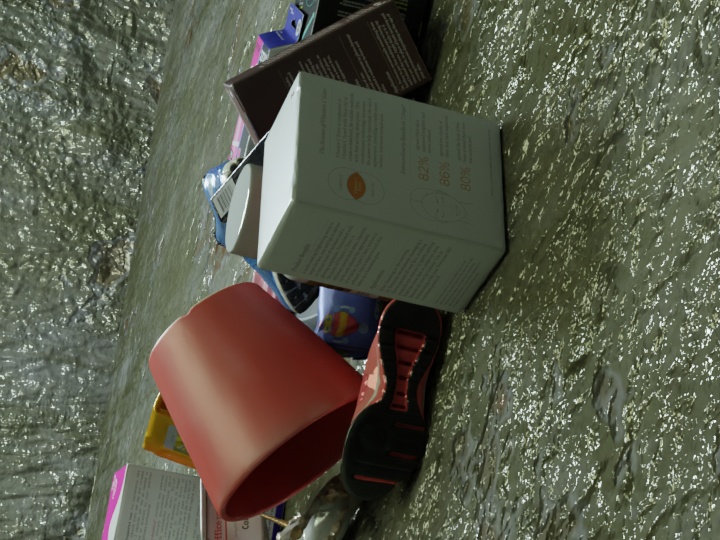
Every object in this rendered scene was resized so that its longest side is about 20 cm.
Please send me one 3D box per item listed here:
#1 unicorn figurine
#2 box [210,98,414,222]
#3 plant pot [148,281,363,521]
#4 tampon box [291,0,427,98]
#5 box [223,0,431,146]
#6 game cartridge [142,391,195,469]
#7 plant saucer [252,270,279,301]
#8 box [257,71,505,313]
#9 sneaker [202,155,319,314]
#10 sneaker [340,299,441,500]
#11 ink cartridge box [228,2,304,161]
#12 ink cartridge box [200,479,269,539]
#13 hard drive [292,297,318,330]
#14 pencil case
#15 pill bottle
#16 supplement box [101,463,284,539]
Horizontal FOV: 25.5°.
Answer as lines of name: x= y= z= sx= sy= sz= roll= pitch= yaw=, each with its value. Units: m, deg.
unicorn figurine: x=-0.045 y=0.268 z=1.640 sx=0.200 sy=0.074 sz=0.138 roll=-44 pitch=8 yaw=34
box: x=-0.043 y=-0.116 z=1.666 sx=0.143 sy=0.199 sz=0.036 roll=-43 pitch=69 yaw=48
plant pot: x=-0.108 y=0.122 z=1.600 sx=0.178 sy=0.200 sz=0.201 roll=51 pitch=141 yaw=18
tampon box: x=-0.016 y=-0.240 z=1.819 sx=0.150 sy=0.125 sz=0.201 roll=-150 pitch=72 yaw=-74
box: x=-0.036 y=-0.202 z=1.705 sx=0.101 sy=0.199 sz=0.075 roll=63 pitch=171 yaw=-14
game cartridge: x=-0.166 y=0.209 z=1.872 sx=0.200 sy=0.175 sz=0.033 roll=118 pitch=171 yaw=-66
plant saucer: x=-0.101 y=-0.007 z=1.984 sx=0.201 sy=0.050 sz=0.202 roll=10 pitch=-90 yaw=-88
box: x=0.018 y=-0.069 z=1.433 sx=0.106 sy=0.199 sz=0.153 roll=122 pitch=156 yaw=-50
sneaker: x=-0.108 y=-0.039 z=1.761 sx=0.089 sy=0.201 sz=0.079 roll=1 pitch=37 yaw=50
sneaker: x=0.033 y=0.121 z=1.517 sx=0.087 sy=0.073 sz=0.201 roll=-169 pitch=95 yaw=-88
ink cartridge box: x=-0.109 y=-0.207 z=1.830 sx=0.095 sy=0.037 sz=0.201 roll=-122 pitch=48 yaw=-69
ink cartridge box: x=-0.135 y=0.320 z=1.784 sx=0.117 sy=0.067 sz=0.201 roll=-99 pitch=1 yaw=-52
hard drive: x=-0.037 y=0.006 z=1.860 sx=0.200 sy=0.042 sz=0.136 roll=165 pitch=116 yaw=-73
pencil case: x=0.000 y=0.000 z=1.677 sx=0.078 sy=0.087 sz=0.201 roll=1 pitch=75 yaw=31
pill bottle: x=-0.026 y=-0.039 z=1.566 sx=0.114 sy=0.199 sz=0.115 roll=-167 pitch=90 yaw=-75
supplement box: x=-0.204 y=0.306 z=1.927 sx=0.101 sy=0.199 sz=0.104 roll=144 pitch=136 yaw=-67
